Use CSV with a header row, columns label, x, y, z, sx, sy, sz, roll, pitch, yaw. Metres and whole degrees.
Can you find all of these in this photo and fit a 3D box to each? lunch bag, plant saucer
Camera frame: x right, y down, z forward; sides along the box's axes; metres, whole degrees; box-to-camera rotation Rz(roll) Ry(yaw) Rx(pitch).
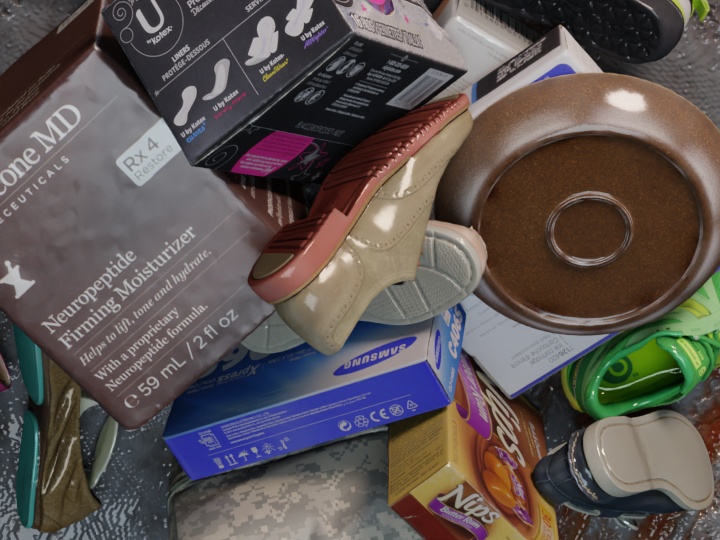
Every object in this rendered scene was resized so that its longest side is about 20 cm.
label,x,y,z,sx,sy,sz,roll,pitch,yaw
lunch bag,-0.036,0.190,1.433,0.198,0.168,0.140,-13,112,2
plant saucer,0.147,-0.033,1.340,0.198,0.032,0.201,1,124,1

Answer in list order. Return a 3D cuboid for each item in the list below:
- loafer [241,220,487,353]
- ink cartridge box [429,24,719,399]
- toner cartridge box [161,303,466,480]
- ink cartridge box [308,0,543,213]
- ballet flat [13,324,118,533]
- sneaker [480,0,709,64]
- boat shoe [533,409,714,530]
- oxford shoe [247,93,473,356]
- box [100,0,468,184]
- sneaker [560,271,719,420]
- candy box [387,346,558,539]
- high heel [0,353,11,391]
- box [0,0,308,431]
label,x,y,z,sx,sy,sz,roll,pitch,yaw
loafer,0.000,0.000,1.362,0.199,0.063,0.072,-16,108,33
ink cartridge box,0.115,-0.035,1.383,0.197,0.047,0.200,-33,119,22
toner cartridge box,-0.031,0.071,1.393,0.199,0.095,0.043,-18,123,21
ink cartridge box,0.077,-0.072,1.413,0.161,0.050,0.200,29,125,-15
ballet flat,-0.202,0.089,1.441,0.072,0.068,0.202,-8,114,-23
sneaker,0.130,-0.203,1.347,0.199,0.083,0.072,32,139,3
boat shoe,0.187,0.141,1.444,0.062,0.199,0.075,-23,77,29
oxford shoe,0.013,-0.030,1.275,0.200,0.070,0.075,-47,110,-28
box,-0.041,-0.140,1.263,0.132,0.200,0.115,-37,77,17
sneaker,0.234,0.049,1.441,0.199,0.084,0.074,-33,110,8
candy box,0.074,0.126,1.396,0.056,0.200,0.117,-37,110,19
high heel,-0.272,0.007,1.371,0.095,0.068,0.201,13,143,-1
box,-0.154,-0.043,1.331,0.166,0.164,0.200,-41,109,12
